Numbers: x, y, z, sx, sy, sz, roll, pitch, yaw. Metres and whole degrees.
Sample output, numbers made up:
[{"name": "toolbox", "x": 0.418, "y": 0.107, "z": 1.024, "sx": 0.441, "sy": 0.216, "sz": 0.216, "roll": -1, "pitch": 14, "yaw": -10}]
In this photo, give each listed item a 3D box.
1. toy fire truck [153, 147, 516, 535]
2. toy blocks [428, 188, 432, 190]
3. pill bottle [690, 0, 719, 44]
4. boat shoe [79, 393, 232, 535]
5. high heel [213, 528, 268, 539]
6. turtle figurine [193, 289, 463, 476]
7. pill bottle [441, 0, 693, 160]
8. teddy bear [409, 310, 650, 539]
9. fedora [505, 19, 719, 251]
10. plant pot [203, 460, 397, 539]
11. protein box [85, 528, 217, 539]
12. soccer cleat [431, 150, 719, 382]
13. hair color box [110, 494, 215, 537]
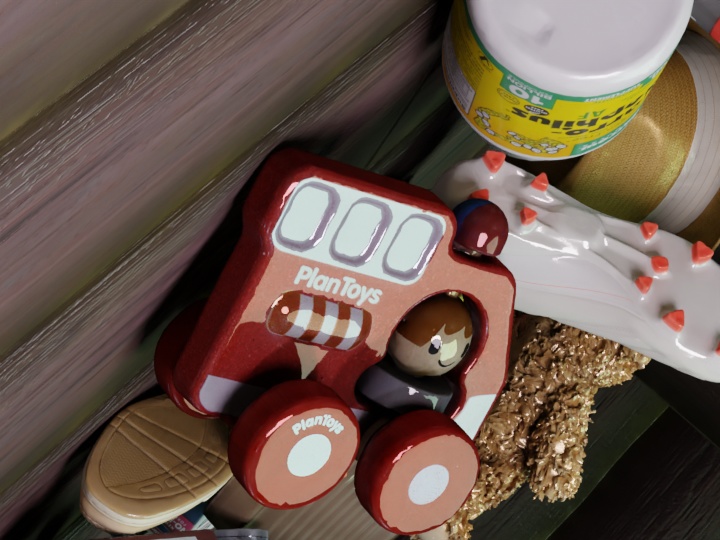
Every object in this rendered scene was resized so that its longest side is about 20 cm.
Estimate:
[{"name": "toy fire truck", "x": 0.003, "y": 0.032, "z": 1.446, "sx": 0.200, "sy": 0.112, "sz": 0.168, "roll": 15, "pitch": 111, "yaw": -39}, {"name": "toy blocks", "x": 0.089, "y": -0.031, "z": 1.833, "sx": 0.200, "sy": 0.100, "sz": 0.137, "roll": -16, "pitch": -169, "yaw": 18}, {"name": "pill bottle", "x": 0.215, "y": -0.175, "z": 1.499, "sx": 0.116, "sy": 0.200, "sz": 0.116, "roll": -47, "pitch": 173, "yaw": -7}, {"name": "boat shoe", "x": -0.106, "y": 0.109, "z": 1.628, "sx": 0.069, "sy": 0.074, "sz": 0.200, "roll": -59, "pitch": 170, "yaw": 31}, {"name": "high heel", "x": -0.134, "y": 0.234, "z": 1.690, "sx": 0.200, "sy": 0.143, "sz": 0.071, "roll": -11, "pitch": 165, "yaw": 35}, {"name": "turtle figurine", "x": -0.013, "y": 0.030, "z": 1.560, "sx": 0.200, "sy": 0.064, "sz": 0.161, "roll": -36, "pitch": 142, "yaw": 10}, {"name": "pill bottle", "x": 0.100, "y": -0.120, "z": 1.450, "sx": 0.113, "sy": 0.113, "sz": 0.200, "roll": -47, "pitch": 175, "yaw": -12}, {"name": "teddy bear", "x": 0.088, "y": 0.076, "z": 1.592, "sx": 0.200, "sy": 0.067, "sz": 0.145, "roll": -56, "pitch": -146, "yaw": -7}, {"name": "fedora", "x": 0.140, "y": -0.079, "z": 1.608, "sx": 0.082, "sy": 0.201, "sz": 0.201, "roll": 5, "pitch": 138, "yaw": -34}, {"name": "plant pot", "x": 0.007, "y": 0.113, "z": 1.720, "sx": 0.201, "sy": 0.093, "sz": 0.201, "roll": -41, "pitch": 175, "yaw": -5}, {"name": "protein box", "x": -0.140, "y": 0.282, "z": 1.575, "sx": 0.199, "sy": 0.200, "sz": 0.135, "roll": -37, "pitch": 161, "yaw": 23}, {"name": "soccer cleat", "x": 0.126, "y": 0.004, "z": 1.518, "sx": 0.069, "sy": 0.200, "sz": 0.078, "roll": -62, "pitch": -178, "yaw": -35}, {"name": "hair color box", "x": -0.078, "y": 0.092, "z": 1.779, "sx": 0.200, "sy": 0.061, "sz": 0.100, "roll": -51, "pitch": 172, "yaw": 26}]
